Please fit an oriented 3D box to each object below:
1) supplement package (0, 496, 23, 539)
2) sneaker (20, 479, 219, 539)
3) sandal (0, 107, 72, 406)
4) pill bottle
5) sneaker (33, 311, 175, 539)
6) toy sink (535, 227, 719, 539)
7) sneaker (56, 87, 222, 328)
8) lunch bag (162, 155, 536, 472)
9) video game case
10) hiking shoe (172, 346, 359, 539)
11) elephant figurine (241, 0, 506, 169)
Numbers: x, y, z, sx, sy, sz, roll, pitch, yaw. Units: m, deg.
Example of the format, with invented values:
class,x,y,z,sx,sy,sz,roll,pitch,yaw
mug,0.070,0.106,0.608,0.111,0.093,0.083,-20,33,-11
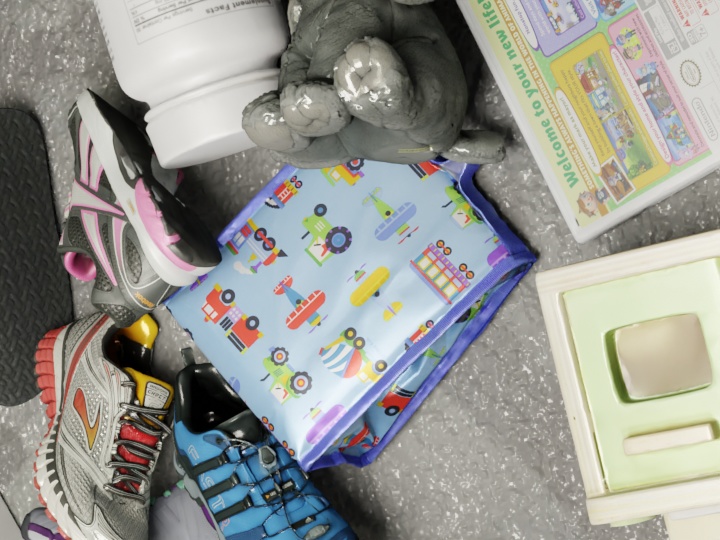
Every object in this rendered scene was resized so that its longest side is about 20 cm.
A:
class,x,y,z,sx,sy,sz,roll,pitch,yaw
supplement package,-0.277,0.269,1.650,0.121,0.120,0.200,-39,76,30
sneaker,-0.131,0.169,1.592,0.199,0.074,0.088,12,80,27
sandal,-0.239,-0.009,1.630,0.048,0.075,0.202,-6,86,56
pill bottle,-0.110,-0.173,1.494,0.113,0.113,0.201,-20,86,31
sneaker,-0.161,0.104,1.548,0.082,0.078,0.201,-29,51,23
toy sink,0.195,0.080,1.344,0.130,0.112,0.201,-13,90,32
sneaker,-0.160,-0.039,1.510,0.086,0.080,0.200,-44,33,11
lunch bag,0.000,0.000,1.475,0.200,0.094,0.151,-49,69,17
video game case,0.156,-0.144,1.391,0.182,0.022,0.201,-30,81,30
hiking shoe,-0.066,0.132,1.484,0.200,0.074,0.087,39,149,45
elephant figurine,-0.006,-0.169,1.415,0.141,0.155,0.201,-8,71,17
